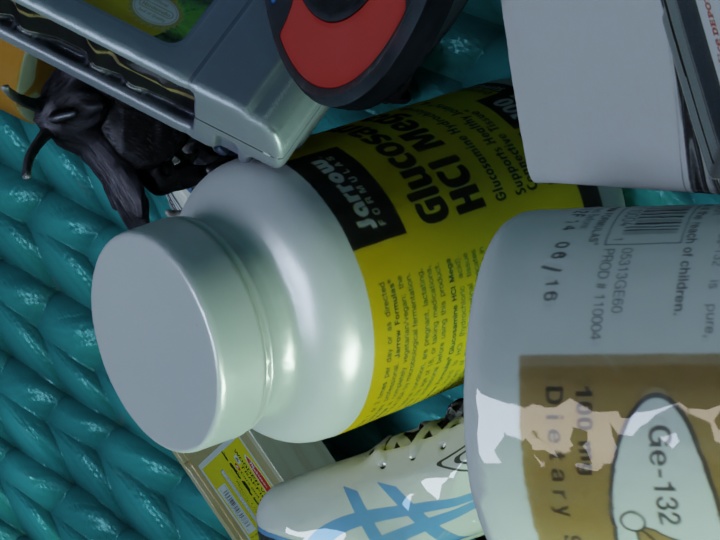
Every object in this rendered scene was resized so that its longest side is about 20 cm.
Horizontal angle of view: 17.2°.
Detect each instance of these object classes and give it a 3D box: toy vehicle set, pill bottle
[{"bbox_3d":[-0.043,0.101,1.124,0.201,0.026,0.124,56,158,2],"label":"toy vehicle set"},{"bbox_3d":[0.000,0.000,0.927,0.112,0.199,0.113,27,126,44],"label":"pill bottle"},{"bbox_3d":[0.139,0.037,0.690,0.198,0.114,0.115,-2,107,21],"label":"pill bottle"}]

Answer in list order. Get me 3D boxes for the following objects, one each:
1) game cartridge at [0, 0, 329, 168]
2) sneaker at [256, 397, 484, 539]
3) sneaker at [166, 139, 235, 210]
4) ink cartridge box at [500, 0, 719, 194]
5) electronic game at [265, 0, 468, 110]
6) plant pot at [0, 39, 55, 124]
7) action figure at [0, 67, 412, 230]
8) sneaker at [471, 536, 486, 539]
[{"bbox_3d":[-0.084,-0.131,0.918,0.199,0.134,0.041,27,144,11],"label":"game cartridge"},{"bbox_3d":[0.052,0.070,0.935,0.198,0.072,0.073,-14,97,11],"label":"sneaker"},{"bbox_3d":[-0.065,-0.025,1.115,0.201,0.077,0.085,64,148,11],"label":"sneaker"},{"bbox_3d":[0.160,-0.077,0.723,0.199,0.144,0.085,8,111,52],"label":"ink cartridge box"},{"bbox_3d":[0.005,-0.155,0.806,0.200,0.041,0.202,-175,90,-68],"label":"electronic game"},{"bbox_3d":[-0.182,-0.173,1.123,0.183,0.200,0.201,38,136,15],"label":"plant pot"},{"bbox_3d":[-0.073,-0.079,0.989,0.102,0.199,0.120,-11,97,57],"label":"action figure"},{"bbox_3d":[0.064,0.139,0.999,0.077,0.091,0.202,6,110,51],"label":"sneaker"}]
